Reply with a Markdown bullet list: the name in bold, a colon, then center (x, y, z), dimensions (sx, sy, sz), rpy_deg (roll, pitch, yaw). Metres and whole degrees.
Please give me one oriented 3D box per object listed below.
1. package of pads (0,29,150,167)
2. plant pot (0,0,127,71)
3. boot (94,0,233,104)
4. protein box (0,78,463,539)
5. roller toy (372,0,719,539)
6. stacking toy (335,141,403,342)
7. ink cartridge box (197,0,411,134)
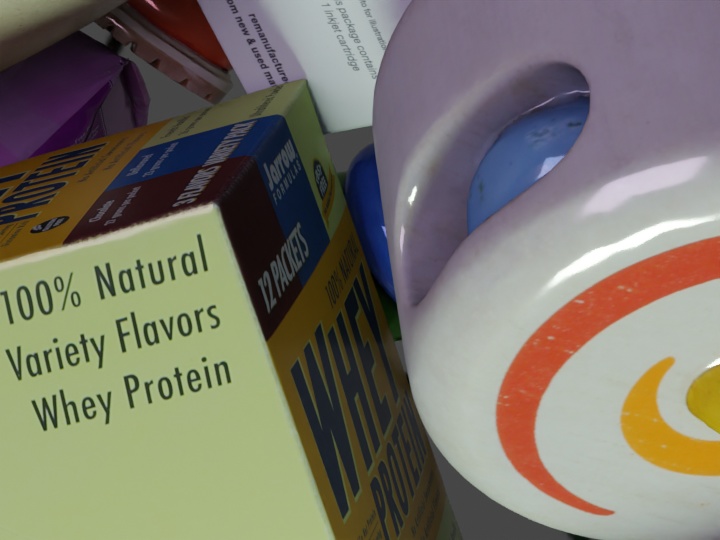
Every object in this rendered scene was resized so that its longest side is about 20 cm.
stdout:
- **package of pads**: center (-0.189, -0.069, 0.947), dimensions (0.200, 0.076, 0.121), rpy_deg (31, 60, 19)
- **plant pot**: center (-0.169, -0.120, 0.810), dimensions (0.200, 0.187, 0.188), rpy_deg (-37, 75, 33)
- **boot**: center (-0.086, -0.159, 0.936), dimensions (0.107, 0.075, 0.200), rpy_deg (-37, 77, 9)
- **protein box**: center (-0.087, 0.074, 0.808), dimensions (0.198, 0.135, 0.201), rpy_deg (-15, 106, 15)
- **roller toy**: center (0.099, -0.011, 0.726), dimensions (0.182, 0.200, 0.140), rpy_deg (-12, 52, 6)
- **stacking toy**: center (0.000, 0.000, 0.895), dimensions (0.200, 0.085, 0.086), rpy_deg (-30, 78, 24)
- **ink cartridge box**: center (0.057, -0.133, 0.832), dimensions (0.199, 0.083, 0.147), rpy_deg (-10, 44, 21)
